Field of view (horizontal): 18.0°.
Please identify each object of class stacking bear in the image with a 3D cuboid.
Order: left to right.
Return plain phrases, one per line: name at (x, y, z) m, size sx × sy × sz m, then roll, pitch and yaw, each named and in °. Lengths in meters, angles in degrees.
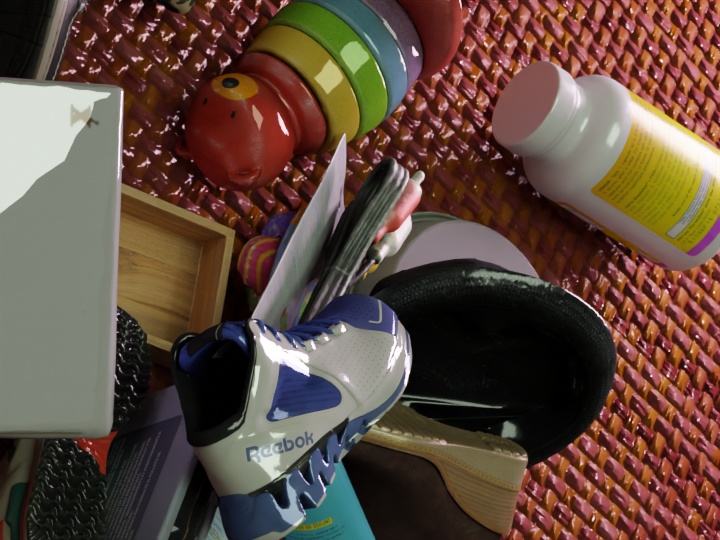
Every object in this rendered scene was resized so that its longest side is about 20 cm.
stacking bear at (-0.039, -0.130, 1.569) m, size 0.200 × 0.121 × 0.114 m, roll -40°, pitch 146°, yaw -28°

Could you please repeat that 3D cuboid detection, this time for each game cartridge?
game cartridge at (-0.145, 0.157, 1.379) m, size 0.042 × 0.133 × 0.200 m, roll 41°, pitch 46°, yaw -25°

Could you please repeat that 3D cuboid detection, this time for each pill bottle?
pill bottle at (0.197, -0.084, 1.756) m, size 0.200 × 0.104 × 0.104 m, roll 30°, pitch 61°, yaw -32°

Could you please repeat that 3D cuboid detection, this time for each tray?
tray at (-0.177, -0.010, 1.466) m, size 0.200 × 0.037 × 0.099 m, roll 23°, pitch 64°, yaw -35°

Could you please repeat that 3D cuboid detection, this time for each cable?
cable at (0.000, 0.000, 1.524) m, size 0.050 × 0.097 × 0.200 m, roll 29°, pitch 43°, yaw -7°

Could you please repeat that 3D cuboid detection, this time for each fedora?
fedora at (0.071, 0.052, 1.557) m, size 0.201 × 0.201 × 0.092 m, roll 35°, pitch 24°, yaw -29°

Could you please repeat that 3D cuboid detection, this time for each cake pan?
cake pan at (0.073, 0.051, 1.660) m, size 0.200 × 0.037 × 0.200 m, roll 12°, pitch 71°, yaw -38°

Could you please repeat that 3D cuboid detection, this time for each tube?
tube at (-0.012, 0.195, 1.476) m, size 0.050 × 0.077 × 0.200 m, roll -69°, pitch 147°, yaw -46°

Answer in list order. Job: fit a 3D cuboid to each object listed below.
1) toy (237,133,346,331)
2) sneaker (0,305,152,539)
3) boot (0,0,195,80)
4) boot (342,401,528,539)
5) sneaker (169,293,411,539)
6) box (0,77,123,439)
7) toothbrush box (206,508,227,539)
toy at (-0.060, 0.011, 1.531) m, size 0.047 × 0.115 × 0.200 m, roll 13°, pitch 51°, yaw 10°
sneaker at (-0.192, 0.107, 1.389) m, size 0.070 × 0.093 × 0.200 m, roll 37°, pitch 46°, yaw -32°
boot at (-0.166, -0.195, 1.493) m, size 0.151 × 0.073 × 0.200 m, roll 12°, pitch 87°, yaw -51°
boot at (0.007, 0.171, 1.512) m, size 0.200 × 0.072 × 0.166 m, roll 19°, pitch 105°, yaw -31°
sneaker at (-0.046, 0.061, 1.366) m, size 0.115 × 0.081 × 0.199 m, roll 59°, pitch 39°, yaw -23°
box at (-0.255, -0.010, 1.271) m, size 0.200 × 0.171 × 0.199 m, roll 2°, pitch 91°, yaw -32°
toothbrush box at (-0.084, 0.257, 1.441) m, size 0.200 × 0.085 × 0.146 m, roll 51°, pitch 51°, yaw -17°
